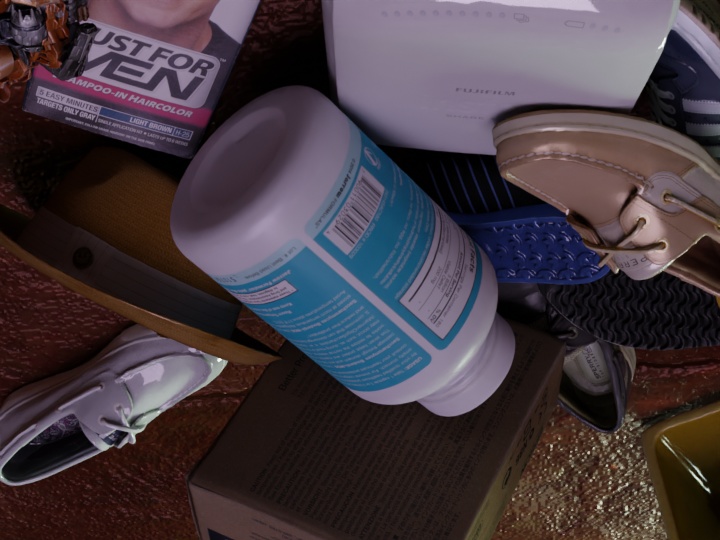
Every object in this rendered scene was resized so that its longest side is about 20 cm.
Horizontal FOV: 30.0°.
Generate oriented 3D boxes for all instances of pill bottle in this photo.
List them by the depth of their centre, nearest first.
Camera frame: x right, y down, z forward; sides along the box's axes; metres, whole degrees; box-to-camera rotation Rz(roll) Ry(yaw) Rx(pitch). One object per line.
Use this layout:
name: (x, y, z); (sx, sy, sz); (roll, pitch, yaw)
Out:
pill bottle: (0.000, 0.000, 0.736); (0.111, 0.111, 0.200); (-30, 126, 26)

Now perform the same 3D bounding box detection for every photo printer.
photo printer: (0.064, -0.117, 0.664); (0.166, 0.070, 0.200); (5, 167, 1)

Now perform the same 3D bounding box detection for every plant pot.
plant pot: (0.353, 0.207, 0.996); (0.195, 0.195, 0.200); (-24, 141, 20)

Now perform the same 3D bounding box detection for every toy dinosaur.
toy dinosaur: (-0.185, -0.134, 0.642); (0.136, 0.102, 0.200); (49, 125, 2)

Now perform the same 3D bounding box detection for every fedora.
fedora: (-0.123, -0.017, 0.790); (0.200, 0.201, 0.082); (27, 90, -27)

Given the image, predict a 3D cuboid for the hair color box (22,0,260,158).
hair color box: (-0.101, -0.158, 0.689); (0.100, 0.061, 0.200); (15, 132, -17)

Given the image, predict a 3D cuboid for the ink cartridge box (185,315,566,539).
ink cartridge box: (0.015, 0.105, 0.829); (0.164, 0.200, 0.075); (20, 141, 19)

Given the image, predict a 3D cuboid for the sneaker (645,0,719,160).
sneaker: (0.181, -0.088, 0.765); (0.108, 0.070, 0.200); (-34, 130, 26)

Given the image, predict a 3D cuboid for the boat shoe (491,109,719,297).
boat shoe: (0.153, -0.028, 0.704); (0.200, 0.069, 0.074); (16, 163, -28)

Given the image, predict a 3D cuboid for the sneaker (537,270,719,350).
sneaker: (0.207, 0.011, 0.856); (0.200, 0.090, 0.070); (4, 97, -1)

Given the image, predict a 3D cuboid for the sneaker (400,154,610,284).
sneaker: (0.068, -0.038, 0.817); (0.200, 0.078, 0.070); (7, 130, 24)

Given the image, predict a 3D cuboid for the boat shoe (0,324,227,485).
boat shoe: (-0.178, 0.095, 0.937); (0.200, 0.069, 0.072); (-20, 133, 18)

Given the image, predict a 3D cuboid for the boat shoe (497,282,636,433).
boat shoe: (0.129, 0.038, 0.893); (0.072, 0.066, 0.201); (-25, 131, 23)
